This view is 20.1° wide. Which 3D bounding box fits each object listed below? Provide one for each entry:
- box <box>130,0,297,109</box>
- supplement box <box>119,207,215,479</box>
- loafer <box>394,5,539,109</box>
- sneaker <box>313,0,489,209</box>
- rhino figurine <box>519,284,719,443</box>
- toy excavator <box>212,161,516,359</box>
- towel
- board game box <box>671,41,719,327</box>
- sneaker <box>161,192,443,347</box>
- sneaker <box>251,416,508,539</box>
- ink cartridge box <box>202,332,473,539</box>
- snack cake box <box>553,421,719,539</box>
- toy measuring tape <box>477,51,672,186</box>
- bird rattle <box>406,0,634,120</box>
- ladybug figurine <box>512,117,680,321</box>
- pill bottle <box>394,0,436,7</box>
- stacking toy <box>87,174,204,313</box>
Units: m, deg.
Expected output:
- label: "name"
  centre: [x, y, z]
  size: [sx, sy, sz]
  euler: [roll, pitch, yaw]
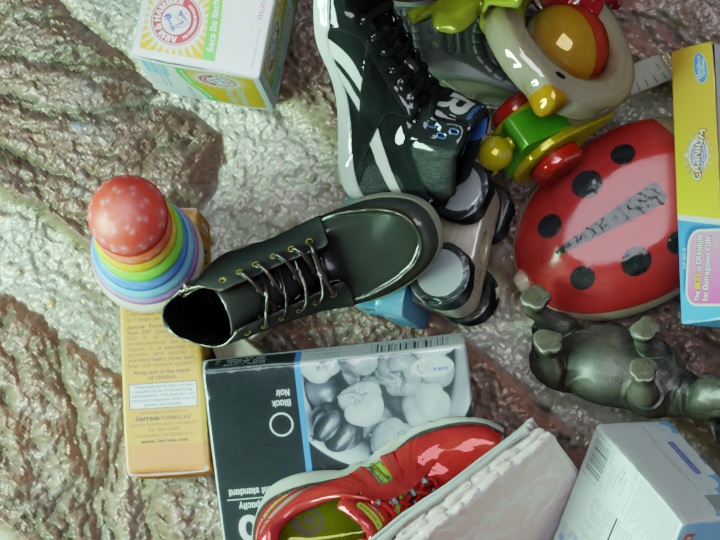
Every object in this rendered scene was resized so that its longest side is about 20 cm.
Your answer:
- label: "box"
  centre: [-0.100, -0.237, 1.554]
  size: [0.101, 0.113, 0.202]
  euler: [10, 84, 5]
- label: "supplement box"
  centre: [-0.146, 0.056, 1.539]
  size: [0.068, 0.067, 0.202]
  euler: [-5, 82, 3]
- label: "loafer"
  centre: [0.083, -0.160, 1.559]
  size: [0.198, 0.070, 0.076]
  euler: [8, 67, -9]
- label: "sneaker"
  centre: [0.036, -0.139, 1.424]
  size: [0.111, 0.073, 0.201]
  euler: [9, 124, 29]
- label: "rhino figurine"
  centre: [0.209, 0.076, 1.488]
  size: [0.199, 0.088, 0.060]
  euler: [19, 67, 20]
- label: "toy excavator"
  centre: [0.000, 0.000, 1.535]
  size: [0.198, 0.100, 0.196]
  euler: [11, 83, 19]
- label: "towel"
  centre: [0.078, 0.205, 1.449]
  size: [0.199, 0.191, 0.032]
  euler: [-37, 55, -2]
- label: "board game box"
  centre: [0.295, -0.057, 1.492]
  size: [0.040, 0.152, 0.202]
  euler: [-10, 78, 48]
- label: "sneaker"
  centre: [-0.040, 0.008, 1.437]
  size: [0.199, 0.106, 0.075]
  euler: [-20, 99, 28]
- label: "sneaker"
  centre: [0.018, 0.169, 1.434]
  size: [0.199, 0.085, 0.077]
  euler: [-23, 102, 6]
- label: "ink cartridge box"
  centre: [-0.009, 0.156, 1.498]
  size: [0.196, 0.043, 0.202]
  euler: [-6, 102, 3]
- label: "snack cake box"
  centre: [0.188, 0.220, 1.419]
  size: [0.067, 0.115, 0.201]
  euler: [0, 122, -31]
- label: "toy measuring tape"
  centre: [0.158, -0.111, 1.515]
  size: [0.199, 0.074, 0.074]
  euler: [-26, 79, -35]
- label: "bird rattle"
  centre: [0.136, -0.179, 1.475]
  size: [0.112, 0.199, 0.164]
  euler: [-37, 73, 34]
- label: "ladybug figurine"
  centre: [0.203, -0.040, 1.527]
  size: [0.199, 0.072, 0.136]
  euler: [-35, 82, -1]
- label: "pill bottle"
  centre: [0.035, -0.265, 1.504]
  size: [0.113, 0.200, 0.115]
  euler: [0, 82, 4]
- label: "stacking toy"
  centre: [-0.158, -0.024, 1.417]
  size: [0.085, 0.200, 0.086]
  euler: [0, 81, 0]
